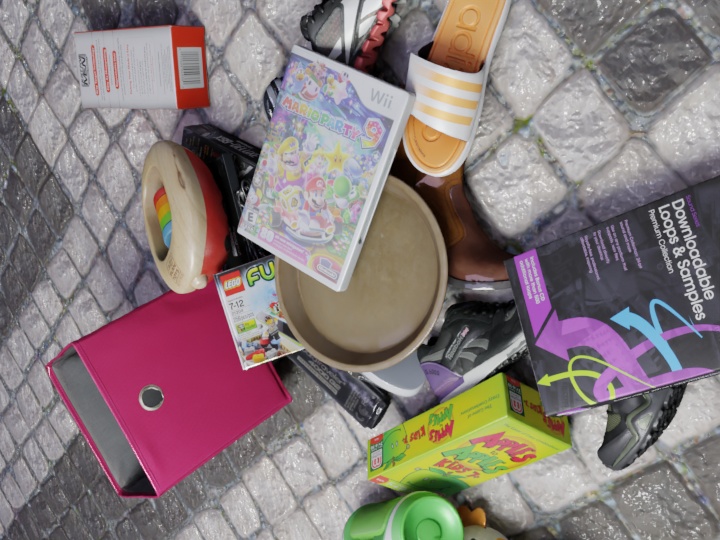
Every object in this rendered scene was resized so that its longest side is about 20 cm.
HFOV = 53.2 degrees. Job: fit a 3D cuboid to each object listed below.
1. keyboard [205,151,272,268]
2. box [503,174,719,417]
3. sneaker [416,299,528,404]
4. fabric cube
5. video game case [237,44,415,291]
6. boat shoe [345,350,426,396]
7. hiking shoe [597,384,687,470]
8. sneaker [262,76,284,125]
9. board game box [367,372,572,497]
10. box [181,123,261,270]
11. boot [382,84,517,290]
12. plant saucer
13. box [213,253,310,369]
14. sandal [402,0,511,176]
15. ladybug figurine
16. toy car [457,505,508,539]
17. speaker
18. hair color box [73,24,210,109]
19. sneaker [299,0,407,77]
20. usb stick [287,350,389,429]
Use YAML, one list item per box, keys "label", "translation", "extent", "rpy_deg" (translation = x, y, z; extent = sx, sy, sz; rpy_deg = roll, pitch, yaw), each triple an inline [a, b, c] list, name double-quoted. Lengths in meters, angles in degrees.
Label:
- label: "keyboard"
  translation: [-0.133, -0.040, 0.861]
  extent: [0.104, 0.039, 0.204]
  rpy_deg: [-2, 103, 60]
- label: "box"
  translation: [0.228, 0.026, 0.592]
  extent: [0.198, 0.036, 0.145]
  rpy_deg: [-24, 68, 30]
- label: "sneaker"
  translation: [0.126, 0.060, 0.728]
  extent: [0.200, 0.075, 0.088]
  rpy_deg: [-47, 69, 36]
- label: "fabric cube"
  translation: [-0.242, 0.142, 0.900]
  extent: [0.199, 0.198, 0.198]
  rpy_deg: [-24, 95, 55]
- label: "video game case"
  translation: [-0.040, -0.101, 0.712]
  extent: [0.142, 0.018, 0.203]
  rpy_deg: [29, 109, 25]
- label: "boat shoe"
  translation: [-0.009, 0.092, 0.844]
  extent: [0.198, 0.070, 0.067]
  rpy_deg: [30, 141, 22]
- label: "hiking shoe"
  translation: [0.244, 0.079, 0.651]
  extent: [0.100, 0.075, 0.203]
  rpy_deg: [27, 108, 35]
- label: "sneaker"
  translation: [-0.052, -0.127, 0.824]
  extent: [0.073, 0.088, 0.203]
  rpy_deg: [-21, 111, -2]
- label: "board game box"
  translation: [0.108, 0.181, 0.753]
  extent: [0.199, 0.101, 0.048]
  rpy_deg: [-36, 39, 38]
- label: "box"
  translation: [-0.172, -0.065, 0.927]
  extent: [0.156, 0.049, 0.203]
  rpy_deg: [28, 118, 28]
- label: "boot"
  translation: [0.105, -0.086, 0.723]
  extent: [0.186, 0.068, 0.204]
  rpy_deg: [9, 96, 34]
- label: "plant saucer"
  translation: [0.000, 0.000, 0.727]
  extent: [0.197, 0.029, 0.204]
  rpy_deg: [0, 90, 29]
- label: "box"
  translation: [-0.052, 0.024, 0.796]
  extent: [0.197, 0.035, 0.112]
  rpy_deg: [-20, 90, -1]
- label: "sandal"
  translation: [0.080, -0.195, 0.667]
  extent: [0.078, 0.059, 0.210]
  rpy_deg: [20, 100, 26]
- label: "ladybug figurine"
  translation: [-0.202, -0.062, 0.839]
  extent: [0.136, 0.071, 0.202]
  rpy_deg: [-53, 50, 45]
- label: "toy car"
  translation: [0.146, 0.333, 0.759]
  extent: [0.178, 0.182, 0.202]
  rpy_deg: [-57, 40, 32]
- label: "speaker"
  translation: [0.041, 0.299, 0.807]
  extent: [0.089, 0.088, 0.200]
  rpy_deg: [57, 153, 9]
- label: "hair color box"
  translation: [-0.291, -0.266, 0.951]
  extent: [0.197, 0.061, 0.104]
  rpy_deg: [10, 109, 33]
- label: "sneaker"
  translation: [-0.007, -0.259, 0.719]
  extent: [0.096, 0.071, 0.202]
  rpy_deg: [22, 120, -4]
- label: "usb stick"
  translation: [-0.046, 0.115, 0.896]
  extent: [0.199, 0.032, 0.056]
  rpy_deg: [40, 116, 22]
